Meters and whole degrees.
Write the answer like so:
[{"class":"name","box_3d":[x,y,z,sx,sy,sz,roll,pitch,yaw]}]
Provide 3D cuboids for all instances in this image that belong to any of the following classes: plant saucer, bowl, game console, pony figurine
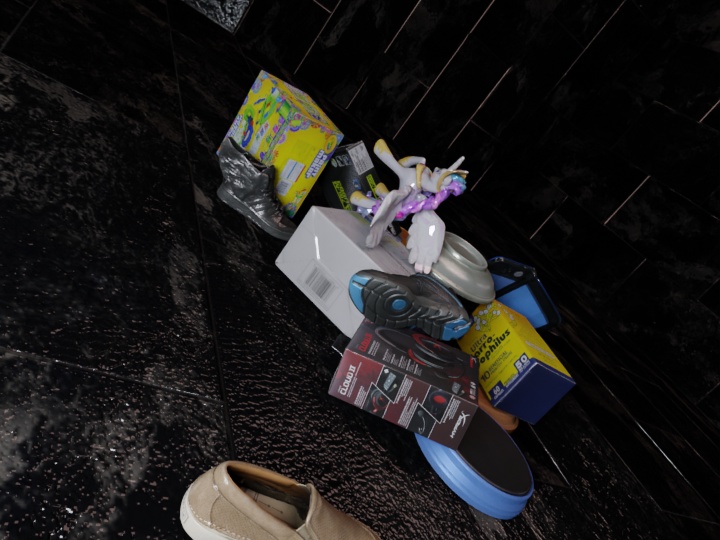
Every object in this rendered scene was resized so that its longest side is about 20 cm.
[{"class":"plant saucer","box_3d":[0.205,0.206,1.008,0.200,0.032,0.200,34,20,-14]},{"class":"bowl","box_3d":[0.165,0.256,0.812,0.200,0.039,0.201,33,19,-13]},{"class":"game console","box_3d":[0.284,0.076,1.188,0.170,0.200,0.119,16,56,-32]},{"class":"plant saucer","box_3d":[0.180,-0.021,1.049,0.200,0.050,0.200,29,25,-15]},{"class":"pony figurine","box_3d":[0.072,-0.115,0.933,0.166,0.193,0.200,23,4,-43]}]

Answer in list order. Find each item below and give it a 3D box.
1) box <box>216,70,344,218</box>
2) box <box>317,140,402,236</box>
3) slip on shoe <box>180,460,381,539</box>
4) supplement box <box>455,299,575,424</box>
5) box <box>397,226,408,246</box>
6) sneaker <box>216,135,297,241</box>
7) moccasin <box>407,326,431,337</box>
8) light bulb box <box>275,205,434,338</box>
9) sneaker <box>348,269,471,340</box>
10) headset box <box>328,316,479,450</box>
[{"class":"box","box_3d":[-0.166,-0.249,1.115,0.122,0.200,0.193,15,30,-42]},{"class":"box","box_3d":[-0.016,-0.157,1.151,0.193,0.047,0.200,9,-52,59]},{"class":"slip on shoe","box_3d":[-0.051,0.216,0.485,0.200,0.061,0.076,31,20,-19]},{"class":"supplement box","box_3d":[0.272,0.158,1.024,0.109,0.109,0.200,28,20,-27]},{"class":"box","box_3d":[0.043,-0.103,1.333,0.119,0.042,0.200,32,-3,-16]},{"class":"sneaker","box_3d":[-0.177,-0.143,1.008,0.200,0.104,0.060,33,20,-14]},{"class":"moccasin","box_3d":[0.138,0.098,1.038,0.068,0.080,0.200,60,35,2]},{"class":"light bulb box","box_3d":[0.000,0.000,0.968,0.198,0.125,0.200,44,19,18]},{"class":"sneaker","box_3d":[0.066,0.039,0.810,0.200,0.073,0.082,23,36,-27]},{"class":"headset box","box_3d":[0.056,0.139,0.769,0.200,0.075,0.149,23,18,6]}]
